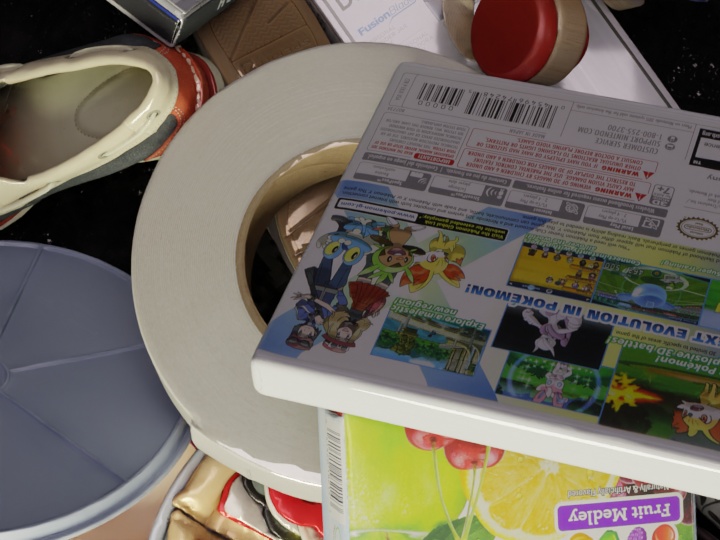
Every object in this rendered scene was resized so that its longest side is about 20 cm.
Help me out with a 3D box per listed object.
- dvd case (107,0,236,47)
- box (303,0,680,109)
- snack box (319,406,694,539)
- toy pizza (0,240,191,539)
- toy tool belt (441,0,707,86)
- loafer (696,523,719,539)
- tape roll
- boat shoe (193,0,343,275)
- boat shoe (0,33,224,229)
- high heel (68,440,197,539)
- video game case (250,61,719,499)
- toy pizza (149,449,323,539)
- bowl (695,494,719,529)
[{"bbox_3d":[-0.117,-0.201,0.894,0.199,0.025,0.150,38,48,9],"label":"dvd case"},{"bbox_3d":[0.069,-0.083,0.904,0.116,0.060,0.201,-33,83,-4],"label":"box"},{"bbox_3d":[0.060,0.147,0.749,0.141,0.053,0.202,-3,92,-12],"label":"snack box"},{"bbox_3d":[-0.170,0.058,0.855,0.198,0.032,0.201,2,40,-2],"label":"toy pizza"},{"bbox_3d":[0.126,-0.170,0.833,0.124,0.122,0.202,26,105,46],"label":"toy tool belt"},{"bbox_3d":[0.097,0.094,0.838,0.200,0.063,0.072,41,46,6],"label":"loafer"},{"bbox_3d":[0.000,0.000,0.823,0.201,0.037,0.205,0,71,1],"label":"tape roll"},{"bbox_3d":[-0.023,-0.049,0.898,0.071,0.065,0.201,-27,80,-13],"label":"boat shoe"},{"bbox_3d":[-0.159,-0.060,0.877,0.198,0.062,0.072,-14,87,22],"label":"boat shoe"},{"bbox_3d":[-0.120,0.102,0.862,0.198,0.096,0.068,-8,82,0],"label":"high heel"},{"bbox_3d":[0.081,-0.003,0.738,0.198,0.022,0.183,12,47,15],"label":"video game case"},{"bbox_3d":[0.001,0.148,0.856,0.198,0.032,0.202,2,82,-15],"label":"toy pizza"},{"bbox_3d":[0.176,0.050,0.846,0.094,0.200,0.203,-23,80,36],"label":"bowl"}]
